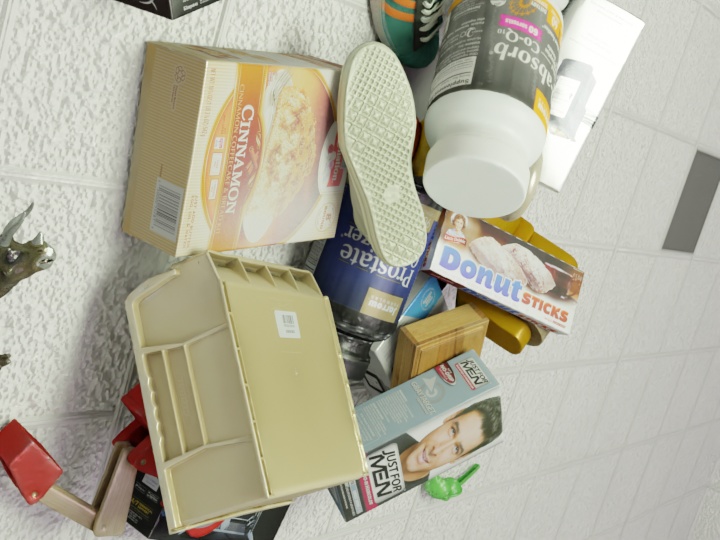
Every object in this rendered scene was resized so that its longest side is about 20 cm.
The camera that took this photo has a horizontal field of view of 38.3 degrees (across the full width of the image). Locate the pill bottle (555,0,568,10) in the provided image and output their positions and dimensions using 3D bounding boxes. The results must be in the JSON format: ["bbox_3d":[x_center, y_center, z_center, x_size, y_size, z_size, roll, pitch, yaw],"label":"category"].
[{"bbox_3d":[0.177,-0.336,1.069,0.113,0.113,0.203,6,104,-55],"label":"pill bottle"}]

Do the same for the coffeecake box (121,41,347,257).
[{"bbox_3d":[-0.094,-0.103,0.875,0.198,0.072,0.156,-10,117,-52],"label":"coffeecake box"}]

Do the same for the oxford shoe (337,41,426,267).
[{"bbox_3d":[0.015,-0.101,0.919,0.074,0.058,0.203,-18,114,-14],"label":"oxford shoe"}]

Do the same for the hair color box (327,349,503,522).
[{"bbox_3d":[0.053,0.175,1.101,0.197,0.061,0.100,-25,136,-13],"label":"hair color box"}]

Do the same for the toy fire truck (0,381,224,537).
[{"bbox_3d":[-0.195,0.172,0.867,0.141,0.048,0.202,-43,126,-19],"label":"toy fire truck"}]

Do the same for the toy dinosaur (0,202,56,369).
[{"bbox_3d":[-0.299,0.036,0.694,0.199,0.076,0.104,-31,122,-34],"label":"toy dinosaur"}]

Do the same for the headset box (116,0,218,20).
[{"bbox_3d":[-0.113,-0.301,0.724,0.148,0.076,0.203,-36,135,-37],"label":"headset box"}]

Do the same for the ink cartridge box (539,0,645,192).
[{"bbox_3d":[0.212,-0.199,1.147,0.203,0.083,0.145,-64,-170,8],"label":"ink cartridge box"}]

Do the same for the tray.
[{"bbox_3d":[0.080,0.136,1.161,0.097,0.037,0.203,-17,133,-28],"label":"tray"}]

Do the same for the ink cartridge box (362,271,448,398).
[{"bbox_3d":[0.054,0.090,1.201,0.116,0.066,0.201,-51,144,-19],"label":"ink cartridge box"}]

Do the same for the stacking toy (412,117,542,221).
[{"bbox_3d":[0.078,-0.119,1.030,0.085,0.197,0.087,-162,-90,-79],"label":"stacking toy"}]

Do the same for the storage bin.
[{"bbox_3d":[-0.091,0.099,0.878,0.199,0.092,0.202,13,61,-66],"label":"storage bin"}]

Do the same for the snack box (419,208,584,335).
[{"bbox_3d":[0.152,0.001,1.088,0.198,0.024,0.073,24,77,-29],"label":"snack box"}]

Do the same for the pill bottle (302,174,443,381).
[{"bbox_3d":[0.000,0.000,1.033,0.111,0.111,0.203,15,98,-56],"label":"pill bottle"}]

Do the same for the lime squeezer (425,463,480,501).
[{"bbox_3d":[0.118,0.288,1.452,0.200,0.037,0.072,37,49,-55],"label":"lime squeezer"}]

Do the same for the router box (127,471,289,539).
[{"bbox_3d":[-0.128,0.190,1.023,0.199,0.052,0.159,32,82,-56],"label":"router box"}]

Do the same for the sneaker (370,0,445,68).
[{"bbox_3d":[0.056,-0.270,0.970,0.072,0.079,0.202,-48,143,-27],"label":"sneaker"}]

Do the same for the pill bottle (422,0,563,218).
[{"bbox_3d":[0.120,-0.159,0.953,0.117,0.114,0.203,55,42,-52],"label":"pill bottle"}]

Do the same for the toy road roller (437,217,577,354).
[{"bbox_3d":[0.147,-0.020,1.150,0.123,0.199,0.147,-49,165,-21],"label":"toy road roller"}]
